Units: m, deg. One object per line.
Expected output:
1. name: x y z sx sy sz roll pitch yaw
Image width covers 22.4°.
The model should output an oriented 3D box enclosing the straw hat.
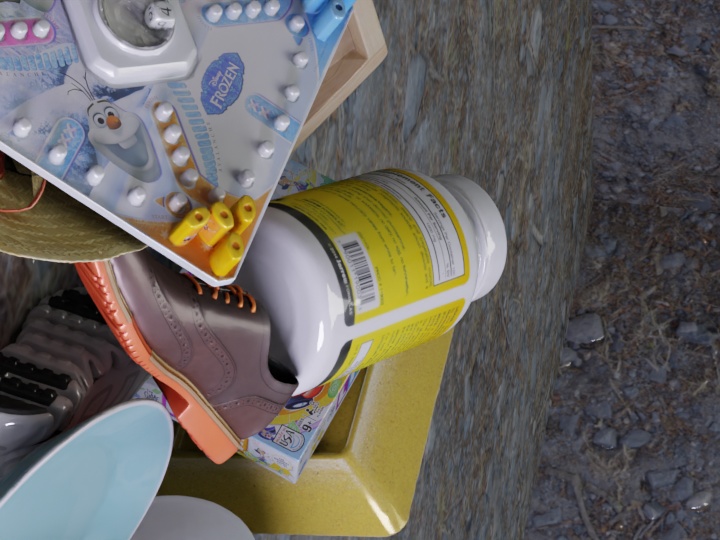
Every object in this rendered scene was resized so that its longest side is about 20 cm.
1. straw hat: -0.163 -0.076 0.876 0.085 0.200 0.203 -39 -152 49

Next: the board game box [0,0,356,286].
1. board game box: -0.107 -0.122 0.865 0.026 0.199 0.201 -37 -156 50

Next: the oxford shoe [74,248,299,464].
1. oxford shoe: -0.093 0.021 0.959 0.071 0.072 0.201 52 -5 40

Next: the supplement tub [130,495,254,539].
1. supplement tub: -0.115 0.255 1.132 0.145 0.143 0.202 -66 158 -51

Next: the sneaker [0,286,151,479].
1. sneaker: -0.165 0.068 1.014 0.200 0.074 0.082 -41 146 -62

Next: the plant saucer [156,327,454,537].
1. plant saucer: -0.047 0.083 1.250 0.049 0.198 0.201 61 35 -45

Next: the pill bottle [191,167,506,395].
1. pill bottle: 0.000 0.000 1.114 0.199 0.112 0.114 -18 117 -48

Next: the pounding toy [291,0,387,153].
1. pounding toy: -0.079 -0.159 1.056 0.200 0.142 0.184 -45 157 -10

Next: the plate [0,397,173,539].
1. plate: -0.173 0.145 0.960 0.200 0.025 0.201 -48 162 -20

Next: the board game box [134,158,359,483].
1. board game box: -0.054 0.025 1.205 0.201 0.133 0.034 -60 170 -30
